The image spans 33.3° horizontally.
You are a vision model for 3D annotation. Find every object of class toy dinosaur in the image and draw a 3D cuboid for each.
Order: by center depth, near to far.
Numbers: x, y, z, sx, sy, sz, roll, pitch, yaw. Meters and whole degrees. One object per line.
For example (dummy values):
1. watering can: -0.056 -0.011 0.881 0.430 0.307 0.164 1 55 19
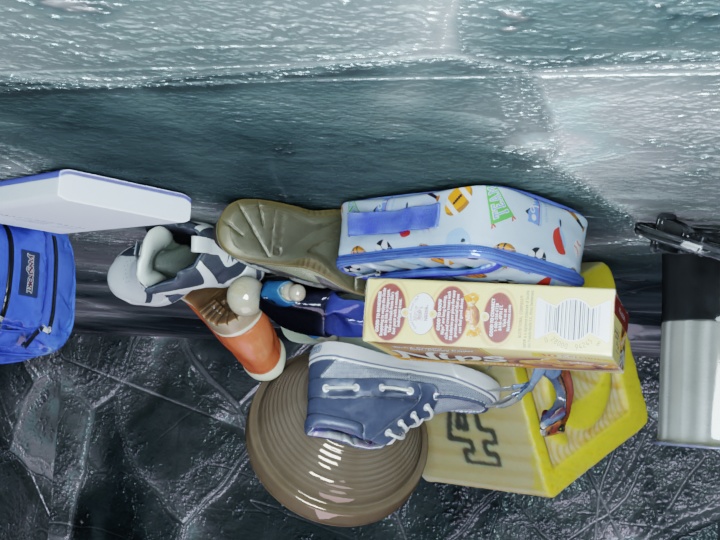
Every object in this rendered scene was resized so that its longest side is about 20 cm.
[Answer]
1. toy dinosaur: 0.171 0.076 1.107 0.199 0.106 0.181 -27 129 34

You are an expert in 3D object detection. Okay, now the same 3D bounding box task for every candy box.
1. candy box: 0.112 0.046 0.974 0.197 0.056 0.115 3 169 18

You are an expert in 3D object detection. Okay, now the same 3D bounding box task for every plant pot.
1. plant pot: -0.016 0.154 1.252 0.198 0.203 0.093 5 141 -15

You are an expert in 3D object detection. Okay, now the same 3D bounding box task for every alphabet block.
1. alphabet block: 0.169 0.116 1.334 0.194 0.199 0.199 -28 -165 -38

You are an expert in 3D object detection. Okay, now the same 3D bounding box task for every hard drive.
1. hard drive: -0.261 -0.058 1.062 0.131 0.026 0.198 10 171 -44

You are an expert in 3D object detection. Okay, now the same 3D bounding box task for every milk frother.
1. milk frother: 0.297 0.057 1.030 0.197 0.191 0.180 6 172 -23

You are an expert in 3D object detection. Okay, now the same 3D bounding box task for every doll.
1. doll: -0.036 0.040 1.162 0.197 0.049 0.137 8 159 12

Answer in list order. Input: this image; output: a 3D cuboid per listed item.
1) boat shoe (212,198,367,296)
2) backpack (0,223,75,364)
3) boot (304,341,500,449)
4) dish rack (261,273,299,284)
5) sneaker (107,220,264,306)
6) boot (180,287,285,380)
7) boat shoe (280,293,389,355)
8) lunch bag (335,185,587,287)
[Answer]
1. boat shoe: -0.038 -0.022 1.089 0.198 0.073 0.066 12 177 -20
2. backpack: -0.374 0.018 1.184 0.166 0.165 0.199 -3 169 42
3. boot: 0.040 0.137 1.184 0.197 0.092 0.073 11 153 -9
4. dish rack: 0.000 0.000 1.299 0.198 0.056 0.153 8 173 -33
5. sneaker: -0.206 -0.011 1.211 0.197 0.081 0.129 -1 171 31
6. boot: -0.142 0.046 1.310 0.108 0.075 0.200 59 174 -34
7. boat shoe: 0.008 0.052 1.257 0.199 0.071 0.071 4 -176 38
8. lunch bag: 0.076 -0.021 0.994 0.159 0.077 0.199 12 169 -39
